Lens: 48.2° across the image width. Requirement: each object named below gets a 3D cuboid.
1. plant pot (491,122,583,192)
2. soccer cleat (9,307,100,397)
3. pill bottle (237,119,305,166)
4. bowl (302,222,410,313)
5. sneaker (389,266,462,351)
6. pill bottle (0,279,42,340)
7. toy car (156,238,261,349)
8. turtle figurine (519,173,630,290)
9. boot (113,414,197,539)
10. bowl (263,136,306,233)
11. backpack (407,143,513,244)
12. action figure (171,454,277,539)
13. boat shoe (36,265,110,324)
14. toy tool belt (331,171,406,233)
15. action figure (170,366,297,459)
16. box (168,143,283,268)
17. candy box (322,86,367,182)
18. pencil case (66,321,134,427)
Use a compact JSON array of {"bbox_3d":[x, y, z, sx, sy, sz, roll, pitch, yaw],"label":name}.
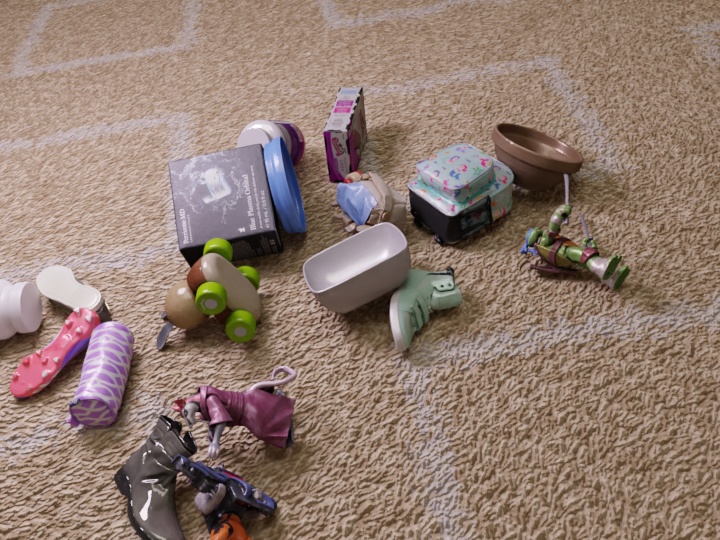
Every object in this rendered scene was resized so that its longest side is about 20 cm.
[{"bbox_3d":[0.360,-0.229,1.696,0.198,0.094,0.202,16,26,-8],"label":"plant pot"},{"bbox_3d":[-0.550,0.155,1.467,0.066,0.077,0.201,31,70,17],"label":"soccer cleat"},{"bbox_3d":[-0.203,-0.280,1.807,0.111,0.114,0.200,5,10,15],"label":"pill bottle"},{"bbox_3d":[0.000,0.000,1.487,0.198,0.075,0.200,-28,22,-1],"label":"bowl"},{"bbox_3d":[0.119,0.063,1.434,0.116,0.074,0.202,-3,38,17],"label":"sneaker"},{"bbox_3d":[-0.722,0.078,1.537,0.197,0.117,0.117,-6,40,3],"label":"pill bottle"},{"bbox_3d":[-0.298,0.070,1.492,0.199,0.158,0.165,-31,32,18],"label":"toy car"},{"bbox_3d":[0.412,-0.064,1.484,0.199,0.145,0.194,-34,50,-22],"label":"turtle figurine"},{"bbox_3d":[-0.286,0.308,1.184,0.131,0.068,0.200,-52,47,3],"label":"boot"},{"bbox_3d":[-0.157,-0.173,1.664,0.039,0.202,0.202,-14,40,3],"label":"bowl"},{"bbox_3d":[0.211,-0.167,1.644,0.198,0.152,0.177,-23,41,-24],"label":"backpack"},{"bbox_3d":[-0.207,0.344,1.119,0.104,0.200,0.194,-40,33,14],"label":"action figure"},{"bbox_3d":[-0.567,0.051,1.586,0.200,0.061,0.072,24,61,34],"label":"boat shoe"},{"bbox_3d":[-0.002,-0.139,1.661,0.122,0.126,0.200,-22,41,-28],"label":"toy tool belt"},{"bbox_3d":[-0.192,0.211,1.242,0.198,0.151,0.134,17,-5,-27],"label":"action figure"},{"bbox_3d":[-0.272,-0.129,1.636,0.197,0.118,0.199,-12,71,-1],"label":"box"},{"bbox_3d":[-0.032,-0.316,1.859,0.060,0.138,0.201,2,42,10],"label":"candy box"},{"bbox_3d":[-0.449,0.182,1.401,0.085,0.084,0.201,-29,34,21],"label":"pencil case"}]
